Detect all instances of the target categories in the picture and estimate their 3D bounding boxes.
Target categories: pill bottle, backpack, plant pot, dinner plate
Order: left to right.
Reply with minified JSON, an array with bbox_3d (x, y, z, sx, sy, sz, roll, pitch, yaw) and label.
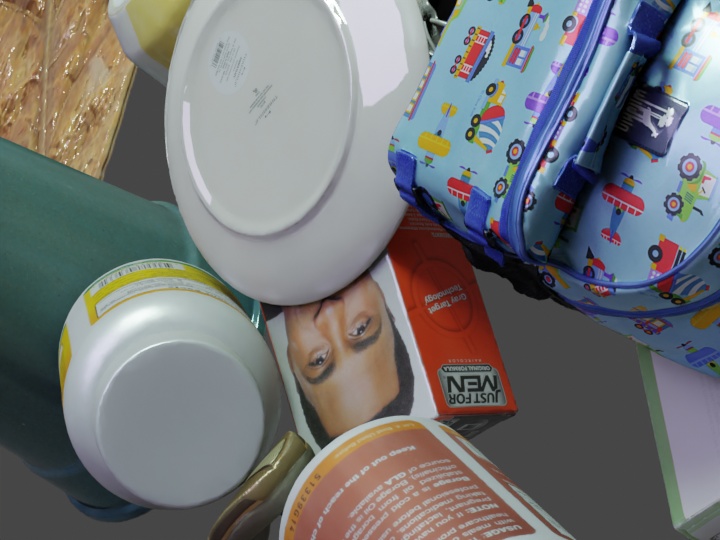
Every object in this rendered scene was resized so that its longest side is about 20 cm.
[{"bbox_3d":[-0.191,0.020,1.466,0.200,0.196,0.201,-33,43,36],"label":"plant pot"},{"bbox_3d":[-0.100,0.061,1.297,0.113,0.112,0.200,-59,11,2],"label":"pill bottle"},{"bbox_3d":[-0.041,-0.083,1.262,0.199,0.024,0.202,-5,83,46],"label":"dinner plate"},{"bbox_3d":[0.049,0.153,1.115,0.113,0.112,0.200,-57,33,5],"label":"pill bottle"},{"bbox_3d":[0.131,-0.056,1.060,0.200,0.134,0.183,36,100,52],"label":"backpack"}]

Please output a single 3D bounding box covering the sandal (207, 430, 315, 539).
[{"bbox_3d":[-0.048,0.142,1.260,0.080,0.054,0.200,-54,-3,-26],"label":"sandal"}]

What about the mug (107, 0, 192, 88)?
[{"bbox_3d":[-0.049,-0.153,1.407,0.186,0.153,0.150,-41,27,49],"label":"mug"}]

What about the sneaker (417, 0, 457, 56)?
[{"bbox_3d":[0.045,-0.105,1.314,0.074,0.082,0.201,7,78,20],"label":"sneaker"}]

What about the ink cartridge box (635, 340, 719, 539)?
[{"bbox_3d":[0.207,0.013,1.068,0.200,0.048,0.146,-37,40,30],"label":"ink cartridge box"}]

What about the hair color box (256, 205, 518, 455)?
[{"bbox_3d":[0.000,0.000,1.274,0.101,0.061,0.201,-34,66,40],"label":"hair color box"}]
